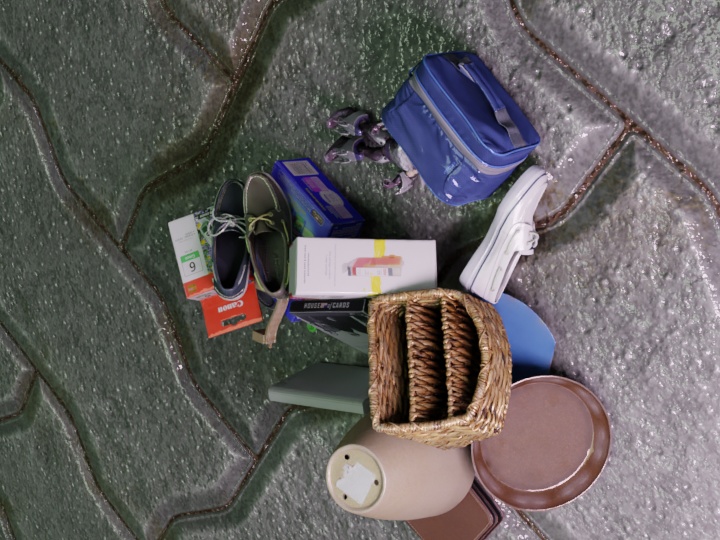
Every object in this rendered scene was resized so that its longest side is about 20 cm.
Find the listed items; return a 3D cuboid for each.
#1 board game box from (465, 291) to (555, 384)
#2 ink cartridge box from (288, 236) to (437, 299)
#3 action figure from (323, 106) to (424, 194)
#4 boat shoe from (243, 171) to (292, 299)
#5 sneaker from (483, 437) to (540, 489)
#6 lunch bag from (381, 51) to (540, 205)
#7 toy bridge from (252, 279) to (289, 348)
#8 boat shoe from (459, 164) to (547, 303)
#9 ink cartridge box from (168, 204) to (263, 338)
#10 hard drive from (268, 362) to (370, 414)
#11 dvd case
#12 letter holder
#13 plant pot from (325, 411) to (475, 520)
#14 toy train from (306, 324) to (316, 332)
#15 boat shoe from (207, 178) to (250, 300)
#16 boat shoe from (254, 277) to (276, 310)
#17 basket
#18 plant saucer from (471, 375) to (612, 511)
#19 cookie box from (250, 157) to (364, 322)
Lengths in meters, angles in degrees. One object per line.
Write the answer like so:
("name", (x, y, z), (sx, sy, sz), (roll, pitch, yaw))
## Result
("board game box", (0.210, 0.115, 1.487), (0.158, 0.039, 0.201), (23, 124, 28))
("ink cartridge box", (0.000, 0.000, 1.483), (0.145, 0.199, 0.084), (149, 122, -81))
("action figure", (0.035, -0.179, 1.507), (0.200, 0.069, 0.130), (21, 130, 40))
("boat shoe", (-0.140, -0.056, 1.566), (0.072, 0.060, 0.202), (-13, 87, 8))
("sneaker", (0.195, 0.244, 1.498), (0.200, 0.079, 0.095), (53, 150, -12))
("lunch bag", (0.135, -0.204, 1.373), (0.200, 0.136, 0.132), (55, 131, 13))
("toy bridge", (-0.140, 0.027, 1.629), (0.067, 0.027, 0.201), (16, 108, 47))
("boat shoe", (0.212, -0.046, 1.399), (0.067, 0.074, 0.200), (37, 118, 19))
("ink cartridge box", (-0.238, 0.000, 1.687), (0.109, 0.050, 0.201), (-19, 78, 15))
("hard drive", (-0.032, 0.187, 1.651), (0.200, 0.132, 0.026), (2, 107, 40))
("dvd case", (0.011, 0.089, 1.554), (0.150, 0.200, 0.025), (-3, 67, 41))
("letter holder", (0.129, 0.328, 1.586), (0.200, 0.100, 0.142), (46, 127, 19))
("plant pot", (0.041, 0.276, 1.448), (0.187, 0.200, 0.188), (1, 92, 28))
("toy train", (-0.012, 0.071, 1.659), (0.200, 0.042, 0.057), (-4, 92, 41))
("boat shoe", (-0.206, -0.055, 1.627), (0.062, 0.075, 0.201), (105, 171, -76))
("boat shoe", (-0.212, -0.005, 1.763), (0.200, 0.093, 0.075), (52, 131, 14))
("basket", (0.107, 0.124, 1.372), (0.143, 0.149, 0.201), (-24, 55, 40))
("plant saucer", (0.248, 0.237, 1.428), (0.034, 0.200, 0.201), (-120, 23, -75))
("cookie box", (-0.097, -0.049, 1.644), (0.171, 0.075, 0.200), (49, 130, 32))
